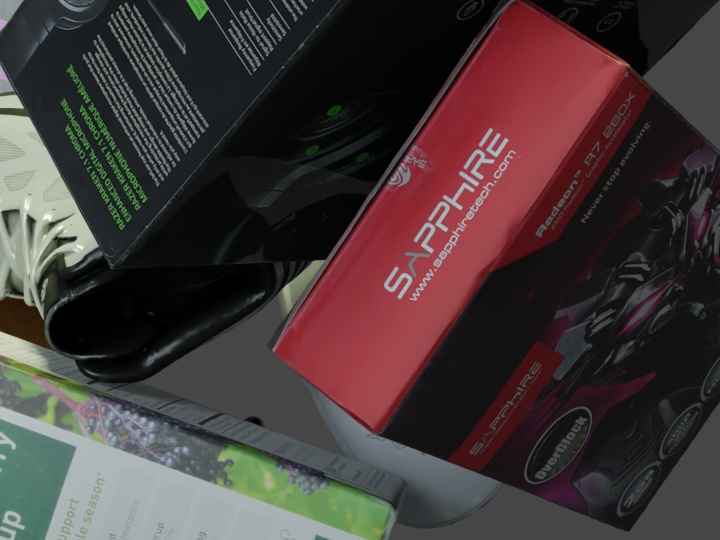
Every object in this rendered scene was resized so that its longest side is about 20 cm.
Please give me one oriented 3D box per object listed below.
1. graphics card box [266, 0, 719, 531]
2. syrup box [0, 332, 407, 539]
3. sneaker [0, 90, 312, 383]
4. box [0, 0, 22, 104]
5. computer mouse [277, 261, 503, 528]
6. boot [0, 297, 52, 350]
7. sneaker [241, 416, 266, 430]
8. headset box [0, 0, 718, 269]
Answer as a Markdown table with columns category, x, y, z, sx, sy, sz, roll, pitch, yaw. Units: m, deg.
| category | x | y | z | sx | sy | sz | roll | pitch | yaw |
| --- | --- | --- | --- | --- | --- | --- | --- | --- | --- |
| graphics card box | 0.067 | 0.007 | 0.660 | 0.051 | 0.200 | 0.126 | 36 | 93 | 30 |
| syrup box | -0.090 | 0.078 | 0.713 | 0.200 | 0.081 | 0.079 | 20 | 92 | 3 |
| sneaker | -0.112 | -0.013 | 0.743 | 0.200 | 0.115 | 0.076 | -1 | 111 | 19 |
| box | -0.091 | -0.150 | 0.813 | 0.143 | 0.036 | 0.200 | 17 | 87 | 11 |
| computer mouse | 0.000 | 0.000 | 0.788 | 0.110 | 0.044 | 0.200 | -31 | 64 | 17 |
| boot | -0.128 | -0.014 | 0.848 | 0.188 | 0.068 | 0.200 | -31 | 66 | 14 |
| sneaker | -0.124 | 0.074 | 0.793 | 0.200 | 0.074 | 0.080 | 11 | 93 | 5 |
| headset box | 0.011 | -0.088 | 0.646 | 0.200 | 0.174 | 0.093 | -47 | 63 | 33 |
